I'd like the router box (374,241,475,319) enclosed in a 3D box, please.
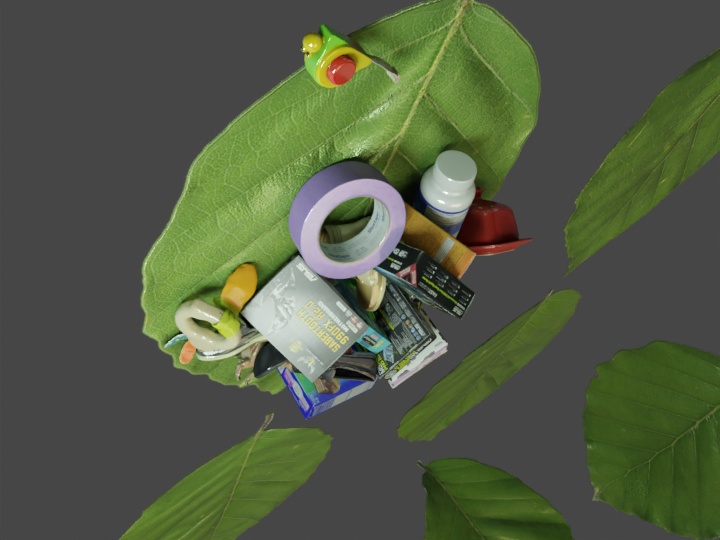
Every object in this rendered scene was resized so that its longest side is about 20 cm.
[{"bbox_3d":[0.106,0.009,1.355,0.200,0.149,0.063,35,84,-43],"label":"router box"}]

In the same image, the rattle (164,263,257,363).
[{"bbox_3d":[-0.280,0.080,1.309,0.129,0.144,0.200,13,151,-19],"label":"rattle"}]

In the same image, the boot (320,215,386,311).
[{"bbox_3d":[-0.022,-0.003,1.386,0.154,0.073,0.202,-13,118,-39],"label":"boot"}]

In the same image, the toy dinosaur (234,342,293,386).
[{"bbox_3d":[-0.211,0.169,1.498,0.135,0.086,0.200,-36,152,0],"label":"toy dinosaur"}]

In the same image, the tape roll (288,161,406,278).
[{"bbox_3d":[-0.022,-0.085,1.231,0.198,0.066,0.202,-16,131,-18],"label":"tape roll"}]

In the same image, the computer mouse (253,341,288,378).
[{"bbox_3d":[-0.146,0.150,1.450,0.199,0.053,0.138,-32,-179,-32],"label":"computer mouse"}]

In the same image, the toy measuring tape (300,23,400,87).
[{"bbox_3d":[-0.019,-0.278,0.972,0.074,0.074,0.199,-46,154,22],"label":"toy measuring tape"}]

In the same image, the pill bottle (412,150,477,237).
[{"bbox_3d":[0.165,-0.141,1.409,0.111,0.112,0.201,-24,152,-25],"label":"pill bottle"}]

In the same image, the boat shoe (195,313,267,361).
[{"bbox_3d":[-0.234,0.115,1.396,0.199,0.072,0.067,-19,125,-16],"label":"boat shoe"}]

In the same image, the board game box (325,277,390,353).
[{"bbox_3d":[-0.014,0.091,1.533,0.047,0.152,0.200,-34,156,5],"label":"board game box"}]

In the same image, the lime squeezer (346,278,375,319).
[{"bbox_3d":[0.000,0.000,1.485,0.037,0.070,0.202,-10,109,-40],"label":"lime squeezer"}]

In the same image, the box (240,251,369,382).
[{"bbox_3d":[-0.106,0.089,1.355,0.158,0.200,0.048,-43,-167,2],"label":"box"}]

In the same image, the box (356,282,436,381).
[{"bbox_3d":[0.060,0.126,1.635,0.160,0.201,0.044,-43,150,14],"label":"box"}]

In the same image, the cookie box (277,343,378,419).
[{"bbox_3d":[-0.080,0.229,1.673,0.199,0.172,0.075,-20,155,-34],"label":"cookie box"}]

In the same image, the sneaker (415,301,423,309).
[{"bbox_3d":[0.118,0.051,1.688,0.076,0.076,0.202,73,38,-65],"label":"sneaker"}]

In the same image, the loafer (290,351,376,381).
[{"bbox_3d":[-0.053,0.215,1.538,0.198,0.064,0.072,0,154,-23],"label":"loafer"}]

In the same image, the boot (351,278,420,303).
[{"bbox_3d":[0.083,0.018,1.558,0.199,0.132,0.070,-23,154,-27],"label":"boot"}]

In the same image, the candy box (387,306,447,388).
[{"bbox_3d":[0.091,0.155,1.727,0.167,0.201,0.072,-33,159,-9],"label":"candy box"}]

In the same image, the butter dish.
[{"bbox_3d":[0.254,-0.110,1.561,0.198,0.150,0.199,-4,-175,38],"label":"butter dish"}]

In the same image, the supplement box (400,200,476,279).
[{"bbox_3d":[0.122,-0.067,1.356,0.069,0.199,0.067,-56,-169,6],"label":"supplement box"}]
